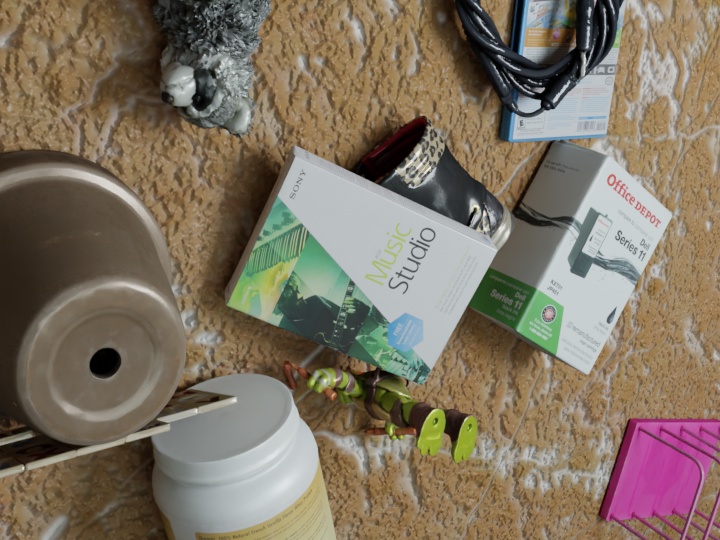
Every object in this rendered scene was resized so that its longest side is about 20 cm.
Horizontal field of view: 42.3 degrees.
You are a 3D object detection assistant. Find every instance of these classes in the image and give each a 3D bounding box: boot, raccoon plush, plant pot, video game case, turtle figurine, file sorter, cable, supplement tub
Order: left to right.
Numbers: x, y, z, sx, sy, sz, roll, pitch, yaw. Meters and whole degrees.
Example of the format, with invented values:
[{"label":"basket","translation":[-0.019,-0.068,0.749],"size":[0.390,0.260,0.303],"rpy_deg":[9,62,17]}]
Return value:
[{"label":"plant pot","translation":[-0.203,0.031,0.650],"size":[0.198,0.174,0.203],"rpy_deg":[-13,113,-32]},{"label":"supplement tub","translation":[-0.098,0.207,0.806],"size":[0.143,0.144,0.203],"rpy_deg":[-23,120,-26]},{"label":"raccoon plush","translation":[-0.079,-0.193,0.711],"size":[0.199,0.096,0.135],"rpy_deg":[-33,131,-21]},{"label":"turtle figurine","translation":[0.032,0.127,0.872],"size":[0.200,0.160,0.065],"rpy_deg":[40,74,-44]},{"label":"boot","translation":[0.039,-0.028,0.862],"size":[0.200,0.073,0.151],"rpy_deg":[-44,122,-4]},{"label":"cable","translation":[0.164,-0.254,0.858],"size":[0.162,0.051,0.201],"rpy_deg":[-37,115,-4]},{"label":"video game case","translation":[0.209,-0.234,0.938],"size":[0.141,0.018,0.203],"rpy_deg":[-8,111,-32]},{"label":"file sorter","translation":[0.442,0.286,1.227],"size":[0.198,0.125,0.141],"rpy_deg":[7,104,-36]}]

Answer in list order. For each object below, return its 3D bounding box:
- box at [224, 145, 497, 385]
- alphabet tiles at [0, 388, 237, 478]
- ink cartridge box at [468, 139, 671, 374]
[{"label":"box","translation":[0.000,0.000,0.806],"size":[0.198,0.036,0.146],"rpy_deg":[23,107,-14]},{"label":"alphabet tiles","translation":[-0.199,0.117,0.693],"size":[0.198,0.166,0.008],"rpy_deg":[-12,93,-31]},{"label":"ink cartridge box","translation":[0.224,-0.013,0.989],"size":[0.146,0.083,0.202],"rpy_deg":[28,89,-39]}]
